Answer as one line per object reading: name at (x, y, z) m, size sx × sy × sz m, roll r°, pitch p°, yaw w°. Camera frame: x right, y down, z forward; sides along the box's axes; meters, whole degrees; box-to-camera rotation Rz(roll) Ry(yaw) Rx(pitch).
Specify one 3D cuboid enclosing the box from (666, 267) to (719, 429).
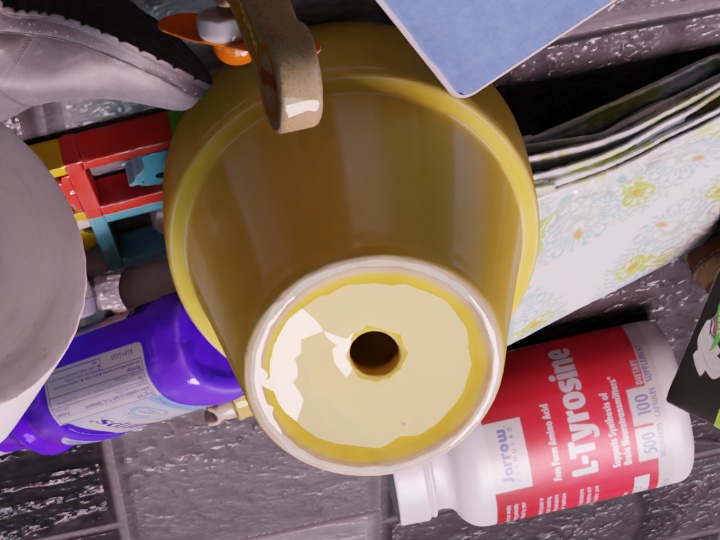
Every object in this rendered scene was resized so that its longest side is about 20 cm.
box at (0.303, 0.023, 1.602) m, size 0.124 × 0.148 × 0.200 m, roll 18°, pitch 96°, yaw -46°

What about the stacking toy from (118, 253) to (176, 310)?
stacking toy at (-0.043, 0.022, 1.581) m, size 0.199 × 0.146 × 0.146 m, roll 4°, pitch 152°, yaw -1°

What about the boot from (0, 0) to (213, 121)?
boot at (-0.181, -0.081, 1.303) m, size 0.200 × 0.070 × 0.132 m, roll 17°, pitch 113°, yaw -30°

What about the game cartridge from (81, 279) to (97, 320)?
game cartridge at (-0.257, 0.050, 1.503) m, size 0.200 × 0.038 × 0.130 m, roll -18°, pitch -178°, yaw -30°

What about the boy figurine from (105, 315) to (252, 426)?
boy figurine at (-0.066, 0.062, 1.686) m, size 0.199 × 0.065 × 0.124 m, roll 0°, pitch 147°, yaw -20°

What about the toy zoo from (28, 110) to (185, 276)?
toy zoo at (-0.146, -0.037, 1.502) m, size 0.199 × 0.021 × 0.131 m, roll -14°, pitch 153°, yaw -1°

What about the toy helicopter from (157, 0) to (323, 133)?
toy helicopter at (-0.053, -0.126, 1.184) m, size 0.079 × 0.200 × 0.132 m, roll -8°, pitch 135°, yaw -14°

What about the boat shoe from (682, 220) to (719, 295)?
boat shoe at (0.296, 0.000, 1.734) m, size 0.199 × 0.072 × 0.076 m, roll -1°, pitch 150°, yaw -24°

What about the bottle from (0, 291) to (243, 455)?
bottle at (-0.149, 0.064, 1.548) m, size 0.200 × 0.065 × 0.083 m, roll -19°, pitch 168°, yaw 37°

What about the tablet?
tablet at (0.101, -0.173, 1.311) m, size 0.200 × 0.014 × 0.130 m, roll -33°, pitch 136°, yaw 10°

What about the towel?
towel at (0.143, -0.036, 1.577) m, size 0.171 × 0.048 × 0.200 m, roll -23°, pitch 156°, yaw -15°

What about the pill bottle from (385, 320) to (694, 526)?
pill bottle at (0.114, 0.107, 1.803) m, size 0.199 × 0.113 × 0.112 m, roll -13°, pitch 153°, yaw -4°

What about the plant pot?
plant pot at (0.000, 0.000, 1.381) m, size 0.200 × 0.189 × 0.201 m, roll -3°, pitch 120°, yaw -4°

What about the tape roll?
tape roll at (-0.241, 0.002, 1.335) m, size 0.202 × 0.203 × 0.071 m, roll 1°, pitch 150°, yaw -28°
